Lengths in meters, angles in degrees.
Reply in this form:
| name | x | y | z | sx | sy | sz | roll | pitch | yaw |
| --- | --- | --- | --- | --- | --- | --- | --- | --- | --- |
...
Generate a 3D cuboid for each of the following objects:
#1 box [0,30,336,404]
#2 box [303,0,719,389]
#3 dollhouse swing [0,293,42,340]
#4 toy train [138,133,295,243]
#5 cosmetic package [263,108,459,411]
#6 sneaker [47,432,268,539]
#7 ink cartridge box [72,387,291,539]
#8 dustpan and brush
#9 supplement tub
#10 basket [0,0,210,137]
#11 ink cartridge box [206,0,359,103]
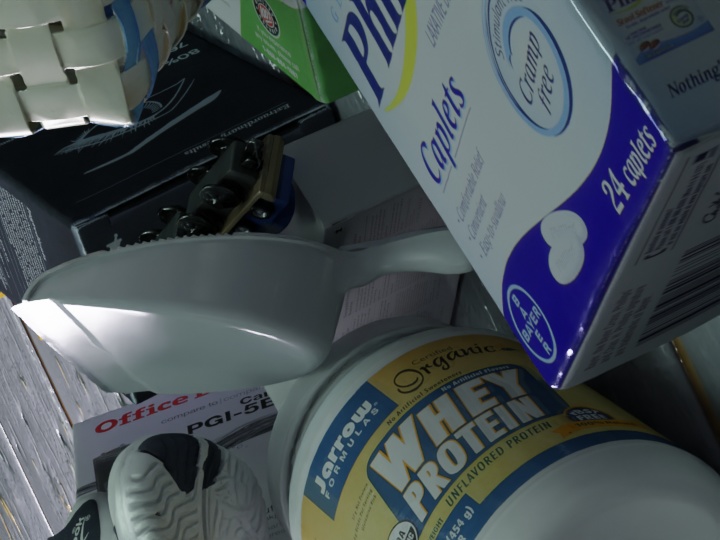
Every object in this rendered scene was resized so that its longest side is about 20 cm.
| name | x | y | z | sx | sy | sz | roll | pitch | yaw |
| --- | --- | --- | --- | --- | --- | --- | --- | --- | --- |
| box | -0.106 | -0.035 | 1.361 | 0.200 | 0.147 | 0.105 | 34 | 145 | 57 |
| box | 0.070 | -0.095 | 0.882 | 0.201 | 0.105 | 0.184 | 58 | 160 | 19 |
| dollhouse swing | -0.269 | -0.043 | 1.747 | 0.201 | 0.175 | 0.182 | 60 | 161 | 8 |
| toy train | -0.073 | -0.006 | 1.172 | 0.200 | 0.046 | 0.034 | 133 | 151 | -57 |
| cosmetic package | 0.000 | 0.000 | 1.225 | 0.051 | 0.082 | 0.200 | 55 | 159 | 24 |
| sneaker | -0.102 | 0.128 | 1.205 | 0.129 | 0.080 | 0.199 | 8 | 159 | 26 |
| ink cartridge box | -0.071 | 0.135 | 1.395 | 0.200 | 0.146 | 0.083 | -108 | -2 | -64 |
| dustpan and brush | -0.030 | 0.009 | 1.121 | 0.140 | 0.199 | 0.058 | 54 | -142 | -67 |
| supplement tub | 0.057 | 0.109 | 1.113 | 0.200 | 0.144 | 0.145 | 34 | 145 | 56 |
| basket | -0.123 | -0.162 | 1.010 | 0.201 | 0.138 | 0.177 | -75 | -20 | -46 |
| ink cartridge box | -0.033 | -0.191 | 1.061 | 0.146 | 0.084 | 0.201 | 43 | 152 | 51 |
